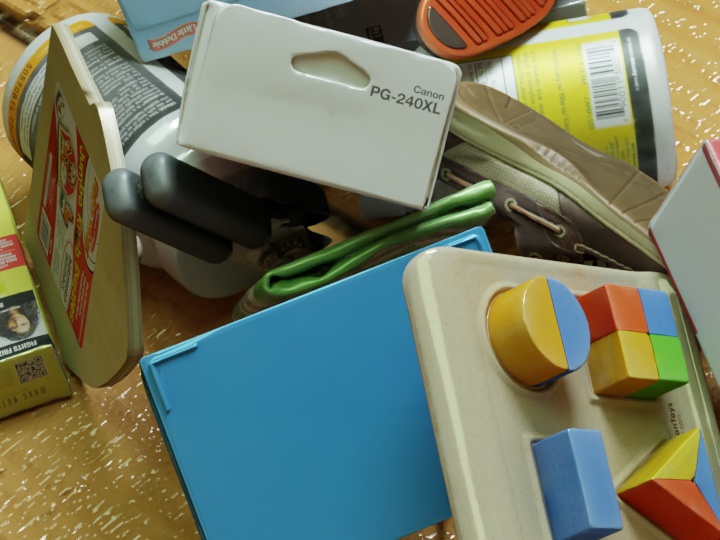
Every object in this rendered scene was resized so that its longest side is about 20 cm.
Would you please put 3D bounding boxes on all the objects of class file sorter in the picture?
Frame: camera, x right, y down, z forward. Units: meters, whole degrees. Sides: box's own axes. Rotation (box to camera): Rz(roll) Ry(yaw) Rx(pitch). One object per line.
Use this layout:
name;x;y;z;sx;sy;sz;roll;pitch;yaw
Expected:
file sorter;-0.010;0.081;1.427;0.199;0.123;0.140;-21;89;-10

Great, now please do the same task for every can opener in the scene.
can opener;-0.082;-0.035;1.498;0.052;0.200;0.067;-23;72;23

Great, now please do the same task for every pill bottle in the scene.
pill bottle;0.092;-0.094;1.615;0.198;0.115;0.115;-8;44;3
pill bottle;-0.133;-0.072;1.637;0.116;0.117;0.200;-32;47;-20

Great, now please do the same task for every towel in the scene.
towel;0.000;0.000;1.505;0.148;0.200;0.031;-24;87;-9

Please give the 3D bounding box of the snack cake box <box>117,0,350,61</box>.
snack cake box;-0.049;-0.207;1.625;0.199;0.068;0.115;-15;23;17

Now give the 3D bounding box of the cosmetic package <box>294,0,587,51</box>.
cosmetic package;0.049;-0.153;1.705;0.199;0.091;0.107;-15;40;0

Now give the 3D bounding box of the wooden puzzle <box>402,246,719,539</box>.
wooden puzzle;0.124;0.077;1.359;0.199;0.046;0.187;4;67;-41

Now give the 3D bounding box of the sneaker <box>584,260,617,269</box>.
sneaker;0.185;-0.007;1.537;0.198;0.073;0.072;-12;45;1

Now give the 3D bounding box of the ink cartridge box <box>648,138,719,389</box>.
ink cartridge box;0.282;0.002;1.430;0.199;0.084;0.145;-4;55;-27

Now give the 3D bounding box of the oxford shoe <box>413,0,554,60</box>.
oxford shoe;0.084;-0.183;1.620;0.072;0.071;0.200;-34;9;48

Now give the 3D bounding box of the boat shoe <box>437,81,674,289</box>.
boat shoe;0.119;-0.033;1.513;0.199;0.072;0.072;33;27;19

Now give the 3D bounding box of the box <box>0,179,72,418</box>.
box;-0.242;0.008;1.627;0.075;0.050;0.201;-18;44;-6

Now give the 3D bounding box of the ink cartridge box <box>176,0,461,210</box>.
ink cartridge box;-0.026;-0.095;1.460;0.144;0.084;0.200;14;4;-3

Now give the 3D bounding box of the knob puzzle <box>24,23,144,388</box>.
knob puzzle;-0.154;-0.019;1.539;0.030;0.221;0.220;-6;41;-22
